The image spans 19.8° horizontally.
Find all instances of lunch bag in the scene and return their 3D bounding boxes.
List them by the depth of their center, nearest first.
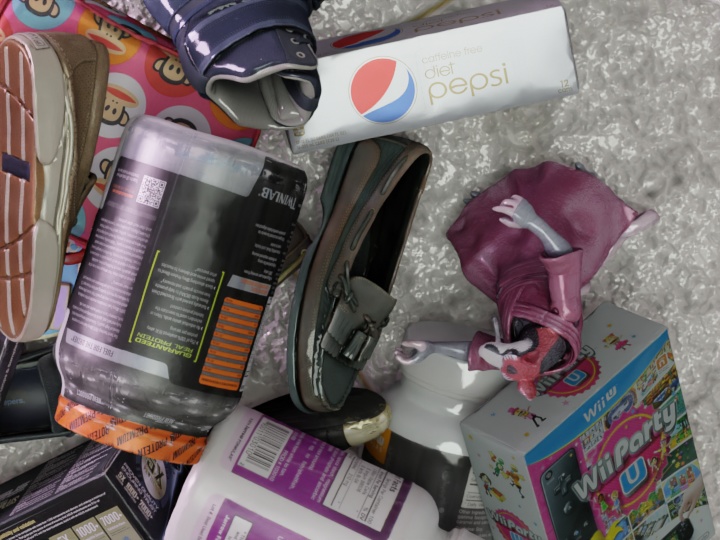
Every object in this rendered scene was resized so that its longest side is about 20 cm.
[{"bbox_3d":[-0.181,-0.084,1.368,0.200,0.082,0.176,28,94,-16],"label":"lunch bag"}]

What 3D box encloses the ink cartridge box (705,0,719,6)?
[{"bbox_3d":[0.215,-0.251,1.374,0.200,0.067,0.117,22,103,-8],"label":"ink cartridge box"}]

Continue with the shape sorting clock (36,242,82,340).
[{"bbox_3d":[-0.238,-0.048,1.426,0.200,0.039,0.200,-1,106,-3],"label":"shape sorting clock"}]

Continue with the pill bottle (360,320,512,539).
[{"bbox_3d":[0.055,0.145,1.451,0.116,0.116,0.200,11,104,-5],"label":"pill bottle"}]

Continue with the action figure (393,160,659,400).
[{"bbox_3d":[0.116,0.021,1.383,0.149,0.200,0.134,28,126,-22],"label":"action figure"}]

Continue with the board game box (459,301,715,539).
[{"bbox_3d":[0.160,0.145,1.421,0.148,0.064,0.200,-38,129,-25],"label":"board game box"}]

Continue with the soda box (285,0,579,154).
[{"bbox_3d":[0.043,-0.135,1.399,0.200,0.068,0.064,-13,106,1],"label":"soda box"}]

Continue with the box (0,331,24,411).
[{"bbox_3d":[-0.338,0.067,1.418,0.200,0.036,0.143,25,104,17],"label":"box"}]

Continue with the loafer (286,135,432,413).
[{"bbox_3d":[0.000,0.000,1.393,0.063,0.072,0.200,4,75,29],"label":"loafer"}]

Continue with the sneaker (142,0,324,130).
[{"bbox_3d":[-0.030,-0.168,1.331,0.202,0.146,0.077,-20,148,-17],"label":"sneaker"}]

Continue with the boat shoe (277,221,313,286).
[{"bbox_3d":[-0.111,0.035,1.414,0.060,0.072,0.200,44,74,-10],"label":"boat shoe"}]

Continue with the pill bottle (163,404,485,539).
[{"bbox_3d":[-0.019,0.176,1.354,0.200,0.112,0.112,25,103,3],"label":"pill bottle"}]

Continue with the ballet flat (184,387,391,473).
[{"bbox_3d":[-0.060,0.123,1.445,0.200,0.066,0.057,-16,106,31],"label":"ballet flat"}]

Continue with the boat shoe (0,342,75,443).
[{"bbox_3d":[-0.205,0.084,1.449,0.200,0.062,0.075,-11,96,0],"label":"boat shoe"}]

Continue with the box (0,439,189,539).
[{"bbox_3d":[-0.194,0.219,1.447,0.200,0.086,0.164,-28,106,26],"label":"box"}]

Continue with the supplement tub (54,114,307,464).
[{"bbox_3d":[-0.117,0.012,1.293,0.122,0.123,0.200,18,91,-7],"label":"supplement tub"}]

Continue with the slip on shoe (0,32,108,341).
[{"bbox_3d":[-0.196,-0.052,1.298,0.061,0.076,0.200,-9,111,-37],"label":"slip on shoe"}]
